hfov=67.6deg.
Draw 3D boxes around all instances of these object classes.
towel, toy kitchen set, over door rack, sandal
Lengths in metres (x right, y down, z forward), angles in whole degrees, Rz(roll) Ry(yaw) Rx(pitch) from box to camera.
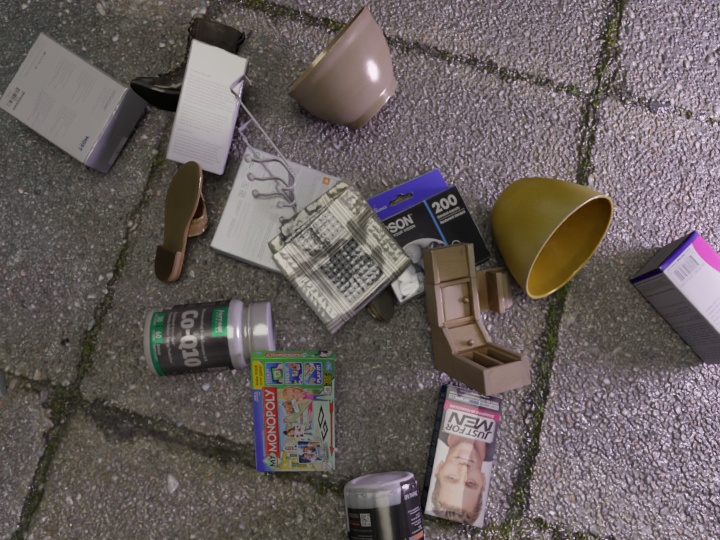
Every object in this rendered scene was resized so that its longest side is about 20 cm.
[{"bbox_3d":[-0.039,-0.031,0.912,0.191,0.035,0.201,-39,79,-3],"label":"towel"},{"bbox_3d":[0.213,0.059,0.860,0.159,0.180,0.206,-10,97,-16],"label":"toy kitchen set"},{"bbox_3d":[-0.169,-0.190,0.895,0.065,0.148,0.204,-25,80,-13],"label":"over door rack"},{"bbox_3d":[-0.305,-0.084,0.958,0.076,0.069,0.217,22,98,29],"label":"sandal"}]

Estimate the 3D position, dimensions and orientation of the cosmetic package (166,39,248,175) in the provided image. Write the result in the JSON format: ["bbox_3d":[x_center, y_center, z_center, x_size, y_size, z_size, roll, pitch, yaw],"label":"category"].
[{"bbox_3d":[-0.268,-0.283,0.950,0.099,0.071,0.205,15,98,-13],"label":"cosmetic package"}]

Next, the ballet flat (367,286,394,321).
[{"bbox_3d":[0.000,0.000,0.955,0.046,0.067,0.204,-32,82,36],"label":"ballet flat"}]

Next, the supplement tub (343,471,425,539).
[{"bbox_3d":[0.042,0.426,0.827,0.119,0.123,0.206,-6,78,-3],"label":"supplement tub"}]

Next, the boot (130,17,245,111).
[{"bbox_3d":[-0.323,-0.395,1.020,0.194,0.069,0.179,5,77,-11],"label":"boot"}]

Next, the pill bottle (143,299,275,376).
[{"bbox_3d":[-0.244,0.109,0.889,0.194,0.113,0.117,-6,78,-3],"label":"pill bottle"}]

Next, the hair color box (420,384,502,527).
[{"bbox_3d":[0.166,0.301,0.888,0.097,0.061,0.206,12,79,1],"label":"hair color box"}]

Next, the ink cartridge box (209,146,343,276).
[{"bbox_3d":[-0.146,-0.099,0.972,0.195,0.041,0.204,19,78,2],"label":"ink cartridge box"}]

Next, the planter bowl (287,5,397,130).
[{"bbox_3d":[-0.018,-0.341,0.964,0.135,0.199,0.201,43,79,-20],"label":"planter bowl"}]

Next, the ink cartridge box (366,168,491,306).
[{"bbox_3d":[0.107,-0.070,0.965,0.194,0.043,0.204,-25,79,-12],"label":"ink cartridge box"}]

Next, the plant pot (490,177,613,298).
[{"bbox_3d":[0.305,-0.076,0.920,0.198,0.202,0.142,-37,53,-9],"label":"plant pot"}]

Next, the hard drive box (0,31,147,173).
[{"bbox_3d":[-0.517,-0.300,0.972,0.197,0.077,0.158,33,90,6],"label":"hard drive box"}]

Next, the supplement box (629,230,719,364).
[{"bbox_3d":[0.591,0.051,0.931,0.101,0.104,0.201,-38,80,-10],"label":"supplement box"}]

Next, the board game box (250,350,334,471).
[{"bbox_3d":[-0.106,0.228,0.865,0.130,0.029,0.206,0,107,-2],"label":"board game box"}]
